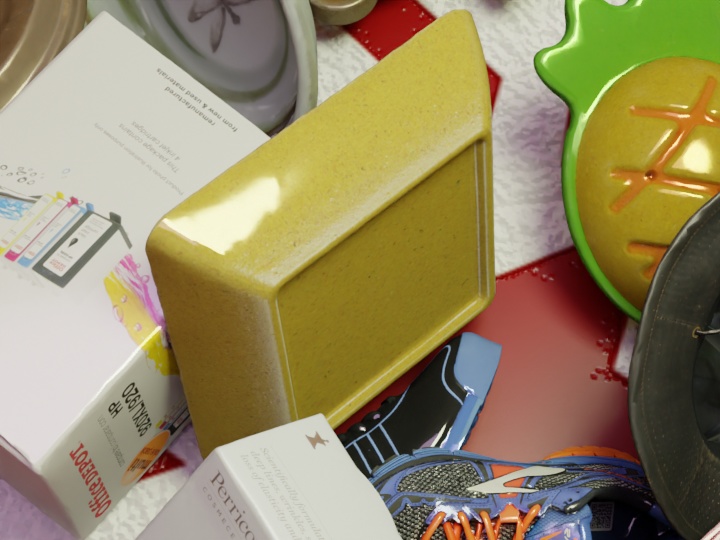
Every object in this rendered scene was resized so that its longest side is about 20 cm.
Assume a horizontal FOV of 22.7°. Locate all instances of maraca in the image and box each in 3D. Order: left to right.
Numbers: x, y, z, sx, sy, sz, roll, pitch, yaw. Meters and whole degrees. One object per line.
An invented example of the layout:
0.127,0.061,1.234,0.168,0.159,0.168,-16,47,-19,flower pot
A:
0.167,-0.062,0.954,0.137,0.107,0.201,-22,95,-14,maraca

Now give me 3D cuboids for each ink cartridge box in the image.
-0.138,0.007,0.920,0.144,0.147,0.200,37,73,14,ink cartridge box

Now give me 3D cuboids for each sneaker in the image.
0.000,0.107,0.920,0.078,0.070,0.200,30,71,6,sneaker
0.077,0.124,0.866,0.199,0.078,0.076,-7,101,-27,sneaker

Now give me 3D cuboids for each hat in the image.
0.190,0.038,0.888,0.200,0.081,0.202,-6,104,-27,hat

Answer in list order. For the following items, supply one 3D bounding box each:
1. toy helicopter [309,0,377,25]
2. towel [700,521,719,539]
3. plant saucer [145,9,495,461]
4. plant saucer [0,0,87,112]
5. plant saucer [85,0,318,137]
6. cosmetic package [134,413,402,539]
0.049,-0.208,1.047,0.199,0.079,0.132,-28,65,-11,toy helicopter
0.224,0.198,0.857,0.144,0.023,0.200,-40,101,-9,towel
0.000,0.000,0.880,0.200,0.200,0.048,-37,57,-21,plant saucer
-0.242,-0.123,0.969,0.199,0.029,0.201,-12,53,17,plant saucer
-0.084,-0.149,0.967,0.200,0.200,0.050,43,55,16,plant saucer
-0.066,0.166,0.829,0.074,0.200,0.102,-14,61,-46,cosmetic package
